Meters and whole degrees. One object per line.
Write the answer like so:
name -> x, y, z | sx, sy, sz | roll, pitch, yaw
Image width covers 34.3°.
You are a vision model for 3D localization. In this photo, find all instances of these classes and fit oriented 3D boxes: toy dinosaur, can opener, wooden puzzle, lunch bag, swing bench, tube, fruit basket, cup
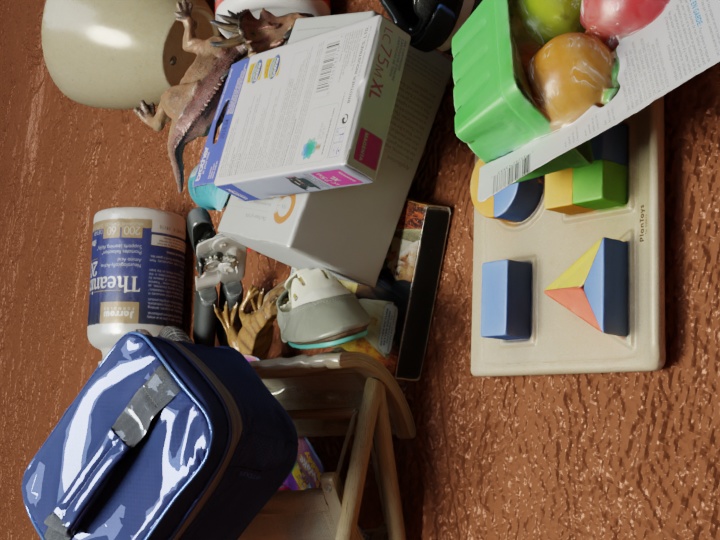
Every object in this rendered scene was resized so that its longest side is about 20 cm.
toy dinosaur -> -0.137, -0.167, 1.068 | 0.135, 0.085, 0.202 | 30, 94, 58
can opener -> -0.145, 0.014, 1.180 | 0.201, 0.052, 0.067 | 100, 153, -52
wooden puzzle -> 0.132, -0.022, 0.821 | 0.199, 0.046, 0.189 | -11, 75, 56
toy dinosaur -> -0.108, 0.079, 1.130 | 0.107, 0.059, 0.202 | -106, 22, -46
lunch bag -> -0.162, 0.151, 0.874 | 0.136, 0.132, 0.201 | 44, 104, 32
swing bench -> -0.066, 0.173, 0.964 | 0.196, 0.129, 0.204 | -6, 77, 33
tube -> -0.130, -0.088, 1.095 | 0.200, 0.050, 0.079 | 180, 106, -78
fruit basket -> 0.155, -0.148, 0.751 | 0.198, 0.094, 0.187 | -27, 40, 26
cup -> -0.246, -0.272, 1.352 | 0.142, 0.199, 0.204 | 21, 103, 28

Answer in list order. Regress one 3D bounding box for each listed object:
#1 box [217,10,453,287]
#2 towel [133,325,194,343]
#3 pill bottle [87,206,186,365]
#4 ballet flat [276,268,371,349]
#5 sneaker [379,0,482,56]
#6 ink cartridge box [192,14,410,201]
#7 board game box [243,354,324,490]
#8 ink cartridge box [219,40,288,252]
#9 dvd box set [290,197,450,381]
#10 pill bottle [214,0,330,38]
box -> -0.022, -0.103, 0.985 | 0.124, 0.097, 0.203 | 12, 80, 55
towel -> -0.191, 0.165, 1.188 | 0.165, 0.084, 0.204 | -160, 65, -73
pill bottle -> -0.261, 0.035, 1.359 | 0.110, 0.109, 0.204 | -13, 73, 55
ballet flat -> -0.040, 0.030, 0.950 | 0.200, 0.066, 0.065 | 162, 94, -78
sneaker -> 0.058, -0.269, 0.922 | 0.073, 0.110, 0.204 | -30, 60, 49
ink cartridge box -> -0.050, -0.120, 0.913 | 0.198, 0.042, 0.121 | -2, 68, 47
board game box -> -0.102, 0.181, 1.093 | 0.201, 0.038, 0.159 | 55, 141, 26
ink cartridge box -> -0.096, -0.126, 1.162 | 0.200, 0.043, 0.177 | 151, 125, -62
dvd box set -> 0.000, 0.000, 1.035 | 0.199, 0.029, 0.149 | 21, 102, 56
pill bottle -> -0.088, -0.333, 1.157 | 0.115, 0.114, 0.204 | -22, 66, 53
